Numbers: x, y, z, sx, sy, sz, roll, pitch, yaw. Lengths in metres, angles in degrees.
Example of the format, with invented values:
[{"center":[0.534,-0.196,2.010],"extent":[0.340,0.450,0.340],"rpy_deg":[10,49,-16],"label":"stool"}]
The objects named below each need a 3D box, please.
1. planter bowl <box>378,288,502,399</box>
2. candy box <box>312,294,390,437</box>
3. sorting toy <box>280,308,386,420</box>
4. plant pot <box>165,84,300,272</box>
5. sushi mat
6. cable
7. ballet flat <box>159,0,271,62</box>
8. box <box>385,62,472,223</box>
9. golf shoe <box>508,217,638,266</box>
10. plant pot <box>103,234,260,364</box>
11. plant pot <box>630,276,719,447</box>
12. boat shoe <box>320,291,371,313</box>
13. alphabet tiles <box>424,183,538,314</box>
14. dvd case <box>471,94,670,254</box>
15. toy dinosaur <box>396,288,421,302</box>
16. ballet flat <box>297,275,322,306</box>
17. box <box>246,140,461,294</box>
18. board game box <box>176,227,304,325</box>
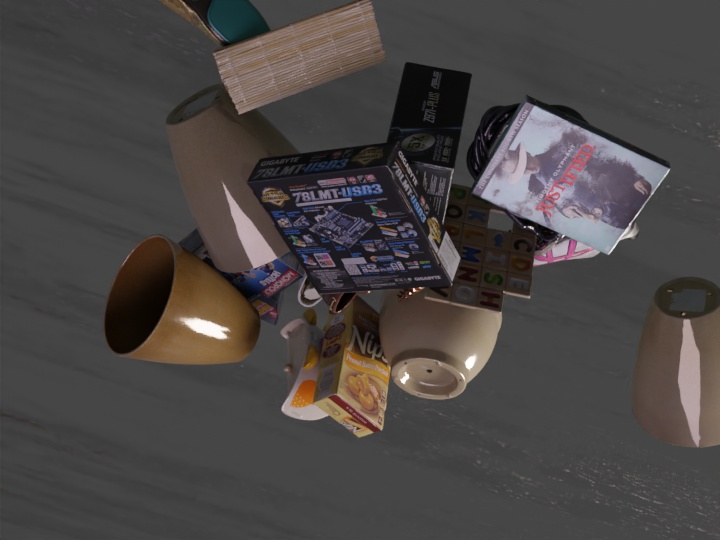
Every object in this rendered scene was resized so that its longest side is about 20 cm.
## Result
[{"center":[0.116,0.117,1.611],"extent":[0.198,0.136,0.201],"rpy_deg":[10,144,7],"label":"planter bowl"},{"center":[-0.007,0.149,1.637],"extent":[0.055,0.201,0.115],"rpy_deg":[-22,131,34],"label":"candy box"},{"center":[-0.037,0.168,1.718],"extent":[0.179,0.201,0.107],"rpy_deg":[26,120,-22],"label":"sorting toy"},{"center":[-0.163,-0.136,1.343],"extent":[0.186,0.188,0.201],"rpy_deg":[-12,122,31],"label":"plant pot"},{"center":[-0.071,-0.254,1.217],"extent":[0.198,0.012,0.096],"rpy_deg":[-19,140,4],"label":"sushi mat"},{"center":[0.229,-0.131,1.284],"extent":[0.163,0.051,0.200],"rpy_deg":[-33,112,32],"label":"cable"},{"center":[-0.188,-0.316,1.203],"extent":[0.199,0.071,0.070],"rpy_deg":[35,139,-29],"label":"ballet flat"},{"center":[0.074,-0.126,1.274],"extent":[0.085,0.165,0.201],"rpy_deg":[10,145,4],"label":"box"},{"center":[0.283,-0.038,1.399],"extent":[0.199,0.073,0.092],"rpy_deg":[-21,133,38],"label":"golf shoe"},{"center":[-0.256,0.069,1.552],"extent":[0.199,0.188,0.186],"rpy_deg":[26,145,-38],"label":"plant pot"},{"center":[0.478,0.116,1.472],"extent":[0.186,0.188,0.201],"rpy_deg":[-1,128,20],"label":"plant pot"},{"center":[0.000,0.000,1.434],"extent":[0.070,0.071,0.200],"rpy_deg":[-15,166,-30],"label":"boat shoe"},{"center":[0.147,-0.033,1.342],"extent":[0.166,0.201,0.008],"rpy_deg":[12,142,3],"label":"alphabet tiles"},{"center":[0.256,-0.114,1.257],"extent":[0.199,0.022,0.147],"rpy_deg":[24,125,-8],"label":"dvd case"},{"center":[0.092,-0.018,1.476],"extent":[0.135,0.102,0.201],"rpy_deg":[4,119,-21],"label":"toy dinosaur"},{"center":[-0.048,-0.004,1.563],"extent":[0.069,0.070,0.200],"rpy_deg":[22,143,-11],"label":"ballet flat"},{"center":[-0.006,-0.057,1.217],"extent":[0.199,0.050,0.199],"rpy_deg":[-4,134,32],"label":"box"},{"center":[-0.177,-0.001,1.614],"extent":[0.199,0.062,0.199],"rpy_deg":[33,140,-25],"label":"board game box"}]
